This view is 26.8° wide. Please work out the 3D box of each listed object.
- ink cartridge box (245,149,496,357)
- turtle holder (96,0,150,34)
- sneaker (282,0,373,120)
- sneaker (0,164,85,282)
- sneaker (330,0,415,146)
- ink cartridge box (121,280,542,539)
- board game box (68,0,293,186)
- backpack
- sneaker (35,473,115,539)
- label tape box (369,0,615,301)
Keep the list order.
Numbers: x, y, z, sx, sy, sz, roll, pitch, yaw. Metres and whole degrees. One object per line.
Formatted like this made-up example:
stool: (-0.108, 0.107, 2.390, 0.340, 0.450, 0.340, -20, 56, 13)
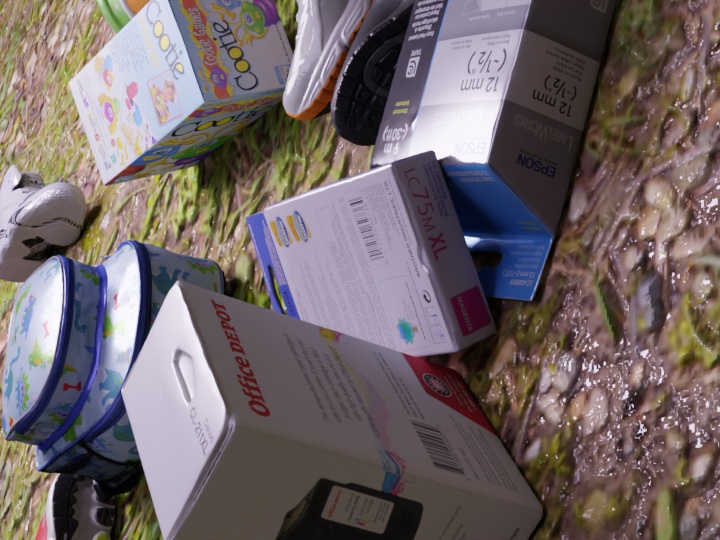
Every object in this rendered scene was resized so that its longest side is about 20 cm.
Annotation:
ink cartridge box: (0.000, 0.000, 0.978, 0.200, 0.042, 0.120, -14, 96, 56)
turtle holder: (-0.158, -0.280, 1.411, 0.131, 0.185, 0.142, -21, 90, 39)
sneaker: (-0.023, -0.212, 1.126, 0.201, 0.092, 0.076, -66, -14, 6)
sneaker: (-0.360, -0.075, 1.683, 0.200, 0.075, 0.116, -40, 44, 49)
sneaker: (0.039, -0.179, 1.056, 0.201, 0.076, 0.091, -59, 20, 8)
ink cartridge box: (-0.020, 0.099, 0.843, 0.083, 0.199, 0.146, -60, 30, 19)
board game box: (-0.154, -0.162, 1.306, 0.200, 0.103, 0.105, -27, 81, 53)
backpack: (-0.208, 0.071, 1.253, 0.200, 0.146, 0.184, -32, 49, 46)
sneaker: (-0.257, 0.271, 1.315, 0.085, 0.077, 0.201, 132, 152, -56)
label tape box: (0.071, -0.089, 0.935, 0.143, 0.066, 0.201, 5, 76, 61)
